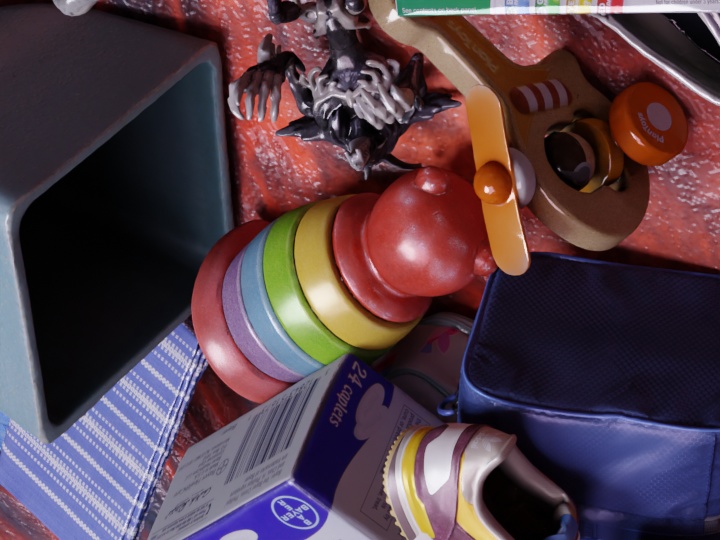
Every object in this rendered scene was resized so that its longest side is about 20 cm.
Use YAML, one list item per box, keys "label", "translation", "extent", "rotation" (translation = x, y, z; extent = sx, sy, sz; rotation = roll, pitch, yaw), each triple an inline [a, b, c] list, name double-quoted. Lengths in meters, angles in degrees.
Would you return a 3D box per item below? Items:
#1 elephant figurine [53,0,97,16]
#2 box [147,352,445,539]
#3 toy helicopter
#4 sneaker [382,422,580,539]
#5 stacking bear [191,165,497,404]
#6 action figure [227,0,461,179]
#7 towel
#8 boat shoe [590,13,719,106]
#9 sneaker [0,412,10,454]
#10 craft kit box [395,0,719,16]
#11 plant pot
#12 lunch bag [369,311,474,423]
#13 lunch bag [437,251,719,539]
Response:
- label: "elephant figurine"
  translation: [-0.200, -0.247, 1.460]
  extent: [0.200, 0.155, 0.141]
  rotation: [38, 162, -16]
- label: "box"
  translation: [-0.002, 0.174, 1.612]
  extent: [0.200, 0.105, 0.184]
  rotation: [37, 140, -18]
- label: "toy helicopter"
  translation: [0.077, -0.087, 1.430]
  extent: [0.200, 0.132, 0.079]
  rotation: [43, 139, -9]
- label: "sneaker"
  translation: [0.091, 0.170, 1.479]
  extent: [0.090, 0.075, 0.200]
  rotation: [-4, 130, 43]
- label: "stacking bear"
  translation: [0.000, 0.000, 1.579]
  extent: [0.200, 0.114, 0.122]
  rotation: [-29, 93, 41]
- label: "action figure"
  translation: [-0.018, -0.118, 1.492]
  extent: [0.118, 0.102, 0.200]
  rotation: [-6, 124, 24]
- label: "towel"
  translation: [-0.175, 0.095, 1.765]
  extent: [0.145, 0.024, 0.201]
  rotation: [37, 115, 34]
- label: "boat shoe"
  translation: [0.137, -0.161, 1.370]
  extent: [0.200, 0.066, 0.072]
  rotation: [43, 139, -8]
- label: "sneaker"
  translation: [-0.263, 0.101, 1.880]
  extent: [0.199, 0.077, 0.112]
  rotation: [16, 127, 12]
- label: "craft kit box"
  translation: [0.099, -0.227, 1.304]
  extent: [0.199, 0.048, 0.198]
  rotation: [2, 105, 33]
- label: "plant pot"
  translation: [-0.218, -0.054, 1.630]
  extent: [0.200, 0.196, 0.197]
  rotation: [26, 140, 27]
- label: "lunch bag"
  translation: [0.077, 0.126, 1.675]
  extent: [0.200, 0.077, 0.160]
  rotation: [43, 137, -9]
- label: "lunch bag"
  translation: [0.143, 0.085, 1.530]
  extent: [0.199, 0.136, 0.133]
  rotation: [9, 133, 14]
